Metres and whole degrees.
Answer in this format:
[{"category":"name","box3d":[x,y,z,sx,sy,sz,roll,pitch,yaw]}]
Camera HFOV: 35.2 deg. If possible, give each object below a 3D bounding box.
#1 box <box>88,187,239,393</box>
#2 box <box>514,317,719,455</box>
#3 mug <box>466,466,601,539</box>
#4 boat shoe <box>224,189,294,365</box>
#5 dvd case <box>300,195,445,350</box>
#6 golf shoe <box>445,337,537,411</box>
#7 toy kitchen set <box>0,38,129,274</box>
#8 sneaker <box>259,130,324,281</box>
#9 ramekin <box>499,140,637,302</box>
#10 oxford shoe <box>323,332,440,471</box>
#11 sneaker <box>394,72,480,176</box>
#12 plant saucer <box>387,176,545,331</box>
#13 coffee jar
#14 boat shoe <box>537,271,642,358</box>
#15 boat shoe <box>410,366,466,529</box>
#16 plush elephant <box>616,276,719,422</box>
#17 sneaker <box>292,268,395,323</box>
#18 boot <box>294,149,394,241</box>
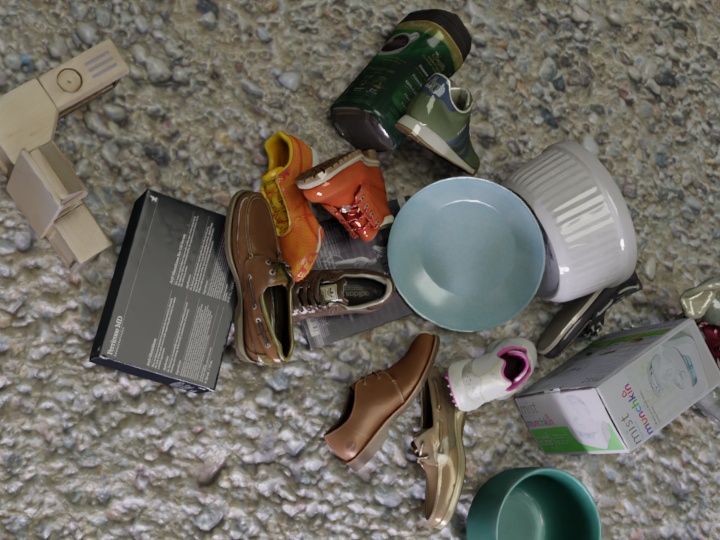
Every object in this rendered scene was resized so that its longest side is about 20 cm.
[{"category":"box","box3d":[-0.218,0.026,1.320,0.140,0.079,0.202,20,74,-22]},{"category":"box","box3d":[0.326,0.150,1.453,0.175,0.200,0.097,-31,93,-24]},{"category":"mug","box3d":[0.199,0.336,1.416,0.185,0.114,0.152,-45,99,-21]},{"category":"boat shoe","box3d":[-0.106,0.007,1.301,0.072,0.067,0.203,-13,99,-47]},{"category":"dvd case","box3d":[0.000,0.000,1.447,0.198,0.016,0.150,-18,87,-23]},{"category":"golf shoe","box3d":[0.189,0.125,1.430,0.199,0.091,0.076,-21,89,-55]},{"category":"toy kitchen set","box3d":[-0.300,-0.136,1.268,0.180,0.163,0.201,-35,95,-23]},{"category":"sneaker","box3d":[-0.092,-0.076,1.371,0.077,0.073,0.202,22,47,-38]},{"category":"ramekin","box3d":[0.256,-0.056,1.467,0.104,0.200,0.202,-24,90,-14]},{"category":"oxford shoe","box3d":[0.029,0.147,1.406,0.071,0.071,0.201,40,70,-5]},{"category":"sneaker","box3d":[0.119,-0.185,1.435,0.067,0.200,0.091,33,95,29]},{"category":"plant saucer","box3d":[0.134,-0.023,1.433,0.198,0.039,0.204,3,107,10]},{"category":"coffee jar","box3d":[0.056,-0.249,1.463,0.201,0.104,0.086,-53,124,-20]},{"category":"boat shoe","box3d":[0.316,0.059,1.535,0.063,0.073,0.200,49,62,-6]},{"category":"boat shoe","box3d":[0.093,0.220,1.422,0.064,0.071,0.202,13,66,-15]},{"category":"plush elephant","box3d":[0.473,0.093,1.543,0.200,0.165,0.155,41,94,14]},{"category":"sneaker","box3d":[-0.053,0.024,1.371,0.198,0.075,0.071,-7,83,-20]},{"category":"boot","box3d":[-0.011,-0.086,1.366,0.200,0.074,0.109,-16,89,-68]}]
